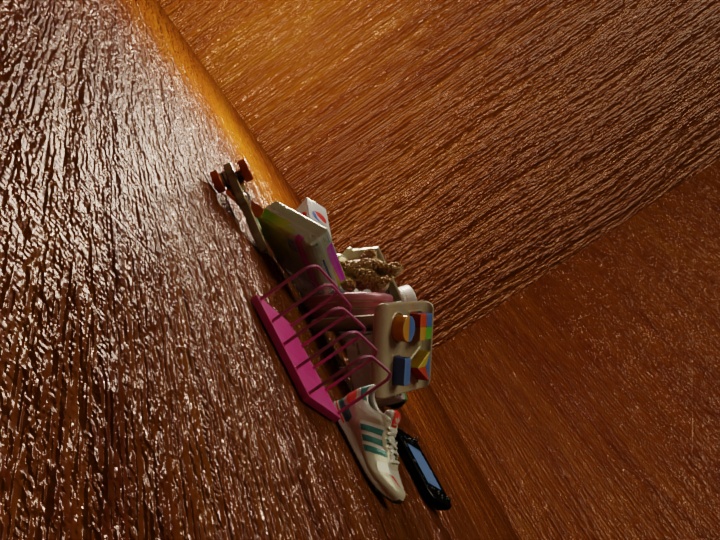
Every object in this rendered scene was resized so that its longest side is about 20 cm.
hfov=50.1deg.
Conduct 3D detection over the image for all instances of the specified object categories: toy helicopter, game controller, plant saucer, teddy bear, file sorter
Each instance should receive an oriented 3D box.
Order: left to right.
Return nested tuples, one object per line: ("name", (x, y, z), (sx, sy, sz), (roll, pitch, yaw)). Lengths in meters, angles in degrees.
("toy helicopter", (-0.241, -0.130, 1.613), (0.132, 0.079, 0.201), (167, -100, -83))
("file sorter", (-0.058, 0.111, 1.228), (0.200, 0.125, 0.139), (58, 4, 30))
("plant saucer", (-0.028, 0.083, 1.690), (0.201, 0.199, 0.051), (41, 47, -79))
("teddy bear", (0.000, 0.000, 1.755), (0.200, 0.145, 0.067), (26, -30, 46))
("game controller", (0.133, 0.434, 1.689), (0.104, 0.042, 0.200), (54, 3, -46))

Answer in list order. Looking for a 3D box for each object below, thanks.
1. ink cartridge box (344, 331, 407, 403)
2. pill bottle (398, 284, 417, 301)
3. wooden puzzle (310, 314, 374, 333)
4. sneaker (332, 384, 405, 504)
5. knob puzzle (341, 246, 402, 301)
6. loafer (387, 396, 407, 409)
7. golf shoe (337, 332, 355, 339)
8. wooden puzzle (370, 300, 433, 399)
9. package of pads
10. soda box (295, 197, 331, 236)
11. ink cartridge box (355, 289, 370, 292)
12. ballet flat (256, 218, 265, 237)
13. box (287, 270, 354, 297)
("ink cartridge box", (0.036, 0.217, 1.662), (0.200, 0.084, 0.146), (47, 30, -75))
("pill bottle", (0.064, 0.113, 2.290), (0.114, 0.199, 0.115), (162, -90, -71))
("wooden puzzle", (0.021, 0.114, 1.636), (0.200, 0.184, 0.037), (16, 71, -53))
("sneaker", (0.034, 0.275, 1.251), (0.200, 0.093, 0.070), (58, 3, 28))
("knob puzzle", (0.011, 0.014, 2.183), (0.220, 0.219, 0.030), (55, 46, -16))
("loafer", (0.043, 0.271, 1.853), (0.200, 0.073, 0.071), (50, 16, -23))
("golf shoe", (-0.067, 0.100, 1.933), (0.094, 0.078, 0.200), (5, 50, -57))
("wooden puzzle", (0.096, 0.156, 1.545), (0.200, 0.046, 0.186), (1, 93, -55))
("package of pads", (-0.125, -0.049, 1.661), (0.200, 0.068, 0.155), (32, -28, 41))
("soda box", (-0.116, -0.088, 1.849), (0.064, 0.068, 0.200), (29, 27, -28))
("ink cartridge box", (-0.006, 0.093, 2.127), (0.200, 0.083, 0.145), (56, 40, -14))
("ballet flat", (-0.211, -0.117, 1.801), (0.074, 0.074, 0.200), (56, 3, 0))
("box", (-0.107, 0.004, 1.862), (0.158, 0.048, 0.200), (12, 39, -52))
